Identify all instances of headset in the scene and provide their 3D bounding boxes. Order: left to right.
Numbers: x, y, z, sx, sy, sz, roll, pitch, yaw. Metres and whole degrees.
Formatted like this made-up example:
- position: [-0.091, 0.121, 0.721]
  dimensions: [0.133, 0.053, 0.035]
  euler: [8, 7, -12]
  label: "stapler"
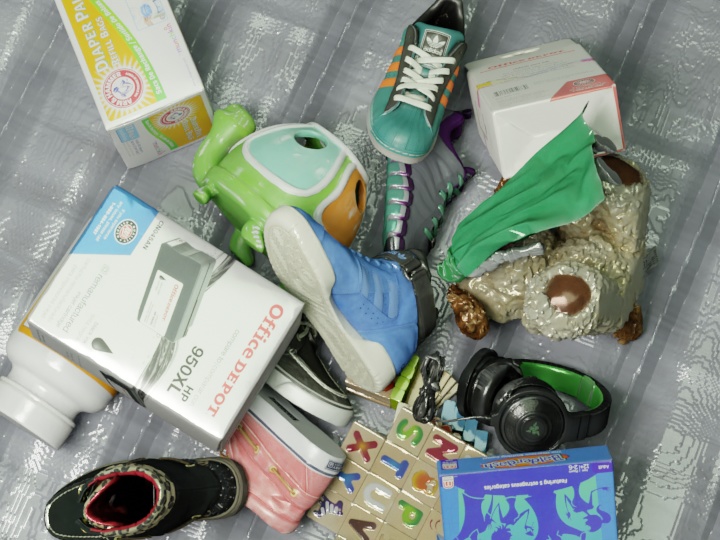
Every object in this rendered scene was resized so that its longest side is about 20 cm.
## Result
- position: [0.132, 0.104, 1.622]
  dimensions: [0.199, 0.123, 0.095]
  euler: [-6, 114, -32]
  label: "headset"

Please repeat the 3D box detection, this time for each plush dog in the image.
- position: [0.169, -0.002, 1.686]
  dimensions: [0.170, 0.161, 0.201]
  euler: [11, 58, 25]
  label: "plush dog"

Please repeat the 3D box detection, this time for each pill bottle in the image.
- position: [-0.256, 0.060, 1.692]
  dimensions: [0.111, 0.111, 0.201]
  euler: [30, 78, 12]
  label: "pill bottle"

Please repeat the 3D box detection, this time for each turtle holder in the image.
- position: [-0.073, -0.071, 1.717]
  dimensions: [0.132, 0.141, 0.185]
  euler: [-45, 32, -9]
  label: "turtle holder"

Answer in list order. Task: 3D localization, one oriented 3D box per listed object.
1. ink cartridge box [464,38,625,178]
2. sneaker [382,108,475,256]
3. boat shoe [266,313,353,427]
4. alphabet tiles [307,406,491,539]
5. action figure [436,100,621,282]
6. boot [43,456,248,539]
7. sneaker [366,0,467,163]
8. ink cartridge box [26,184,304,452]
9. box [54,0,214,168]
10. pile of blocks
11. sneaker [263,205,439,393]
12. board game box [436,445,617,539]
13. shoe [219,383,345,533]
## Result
- position: [0.167, -0.155, 1.717]
  dimensions: [0.115, 0.200, 0.068]
  euler: [-13, 111, 0]
  label: "ink cartridge box"
- position: [0.066, -0.067, 1.730]
  dimensions: [0.087, 0.074, 0.202]
  euler: [2, 73, -1]
  label: "sneaker"
- position: [-0.076, 0.064, 1.693]
  dimensions: [0.200, 0.071, 0.064]
  euler: [40, 99, 15]
  label: "boat shoe"
- position: [0.058, 0.226, 1.641]
  dimensions: [0.199, 0.006, 0.167]
  euler: [29, 100, 11]
  label: "alphabet tiles"
- position: [0.140, -0.047, 1.606]
  dimensions: [0.200, 0.055, 0.119]
  euler: [-36, 34, 33]
  label: "action figure"
- position: [-0.218, 0.201, 1.604]
  dimensions: [0.202, 0.154, 0.074]
  euler: [-12, 82, 22]
  label: "boot"
- position: [0.055, -0.185, 1.713]
  dimensions: [0.071, 0.080, 0.201]
  euler: [18, 44, -2]
  label: "sneaker"
- position: [-0.167, 0.043, 1.603]
  dimensions: [0.199, 0.084, 0.145]
  euler: [31, 77, 1]
  label: "ink cartridge box"
- position: [-0.222, -0.219, 1.772]
  dimensions: [0.101, 0.113, 0.201]
  euler: [-23, 75, -3]
  label: "box"
- position: [0.067, 0.132, 1.675]
  dimensions: [0.082, 0.062, 0.200]
  euler: [-42, 76, -9]
  label: "pile of blocks"
- position: [-0.001, 0.000, 1.625]
  dimensions: [0.111, 0.076, 0.201]
  euler: [-45, 118, -24]
  label: "sneaker"
- position: [0.149, 0.259, 1.594]
  dimensions: [0.151, 0.045, 0.202]
  euler: [-6, 103, 1]
  label: "board game box"
- position: [-0.107, 0.148, 1.676]
  dimensions: [0.200, 0.071, 0.091]
  euler: [40, 102, 29]
  label: "shoe"
